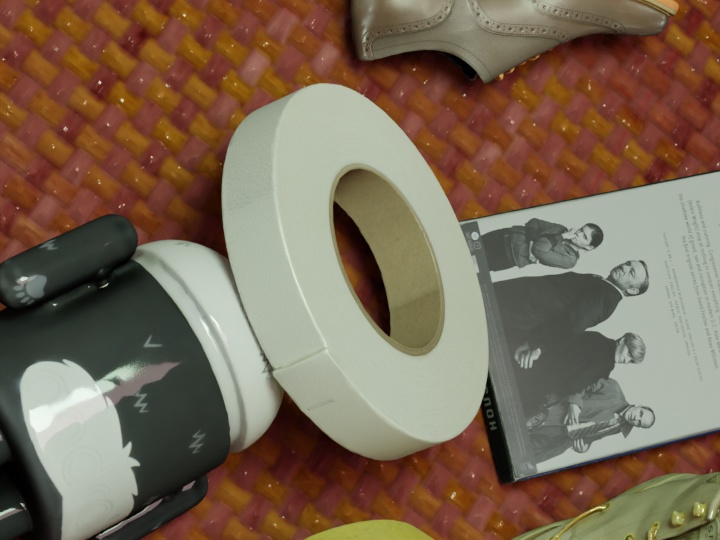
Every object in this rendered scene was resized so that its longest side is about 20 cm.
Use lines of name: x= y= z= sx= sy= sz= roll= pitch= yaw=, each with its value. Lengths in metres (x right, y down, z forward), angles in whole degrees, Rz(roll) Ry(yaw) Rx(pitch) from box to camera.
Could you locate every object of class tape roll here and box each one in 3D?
tape roll: x=0.000 y=0.000 z=1.289 sx=0.203 sy=0.037 sz=0.203 roll=41 pitch=37 yaw=-41

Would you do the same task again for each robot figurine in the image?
robot figurine: x=-0.134 y=0.063 z=1.240 sx=0.200 sy=0.150 sz=0.125 roll=-28 pitch=73 yaw=-23

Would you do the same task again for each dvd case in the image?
dvd case: x=0.155 y=0.029 z=1.418 sx=0.200 sy=0.025 sz=0.151 roll=-11 pitch=85 yaw=-24

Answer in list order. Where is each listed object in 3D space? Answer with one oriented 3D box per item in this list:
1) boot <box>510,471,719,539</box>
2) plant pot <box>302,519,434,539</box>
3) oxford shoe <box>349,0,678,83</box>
boot: x=0.150 y=0.162 z=1.320 sx=0.200 sy=0.155 sz=0.073 roll=-24 pitch=91 yaw=-24
plant pot: x=0.009 y=0.213 z=1.252 sx=0.200 sy=0.200 sz=0.142 roll=-8 pitch=59 yaw=-24
oxford shoe: x=0.086 y=-0.143 z=1.405 sx=0.200 sy=0.071 sz=0.073 roll=4 pitch=99 yaw=-18
